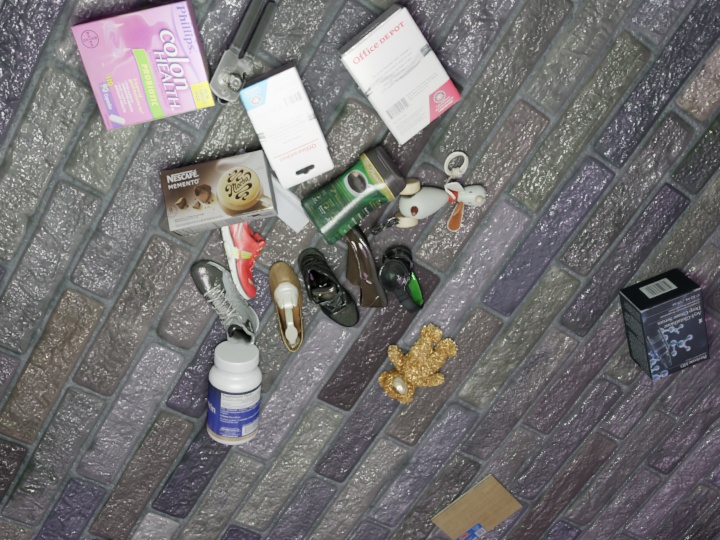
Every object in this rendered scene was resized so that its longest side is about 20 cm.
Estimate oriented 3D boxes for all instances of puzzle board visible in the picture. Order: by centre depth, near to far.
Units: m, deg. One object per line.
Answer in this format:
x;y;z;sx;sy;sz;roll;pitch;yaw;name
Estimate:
0.302;0.627;1.852;0.199;0.017;0.151;-40;116;10;puzzle board

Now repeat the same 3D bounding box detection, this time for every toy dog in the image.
0.158;-0.138;1.430;0.198;0.097;0.133;-25;116;3;toy dog

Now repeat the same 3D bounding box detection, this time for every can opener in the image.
-0.209;-0.385;1.254;0.053;0.067;0.203;26;76;-20;can opener

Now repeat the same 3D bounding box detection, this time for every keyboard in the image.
-0.179;-0.156;1.415;0.056;0.011;0.199;-42;114;16;keyboard

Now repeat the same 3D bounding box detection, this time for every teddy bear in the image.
0.129;0.214;1.604;0.198;0.067;0.146;-31;113;5;teddy bear

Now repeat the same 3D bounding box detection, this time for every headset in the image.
0.085;-0.011;1.461;0.093;0.124;0.201;-27;108;19;headset

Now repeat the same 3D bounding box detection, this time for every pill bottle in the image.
-0.270;0.260;1.530;0.114;0.116;0.203;3;113;-11;pill bottle

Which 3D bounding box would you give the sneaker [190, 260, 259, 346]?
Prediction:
-0.270;0.074;1.444;0.075;0.116;0.201;-34;116;7;sneaker

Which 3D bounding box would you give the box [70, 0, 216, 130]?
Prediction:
-0.368;-0.360;1.238;0.197;0.097;0.178;-14;116;-4;box

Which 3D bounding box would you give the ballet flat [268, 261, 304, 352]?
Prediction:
-0.151;0.084;1.493;0.067;0.073;0.203;-7;115;-7;ballet flat

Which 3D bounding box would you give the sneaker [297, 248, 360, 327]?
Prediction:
-0.062;0.058;1.475;0.075;0.115;0.201;-27;118;6;sneaker

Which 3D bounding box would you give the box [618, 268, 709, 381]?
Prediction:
0.698;0.125;1.638;0.146;0.107;0.202;-21;117;0;box

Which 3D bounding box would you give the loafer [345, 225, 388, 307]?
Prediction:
0.000;0.000;1.479;0.070;0.073;0.202;-19;115;2;loafer

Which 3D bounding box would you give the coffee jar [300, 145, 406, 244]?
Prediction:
-0.012;-0.148;1.389;0.199;0.085;0.105;-35;73;4;coffee jar

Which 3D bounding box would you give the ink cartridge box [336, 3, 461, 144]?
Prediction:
0.070;-0.363;1.318;0.144;0.085;0.201;-36;116;8;ink cartridge box

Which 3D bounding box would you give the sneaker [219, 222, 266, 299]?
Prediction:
-0.228;-0.034;1.426;0.084;0.077;0.203;-13;116;-9;sneaker

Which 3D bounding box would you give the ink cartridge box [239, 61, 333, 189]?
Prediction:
-0.137;-0.270;1.335;0.114;0.067;0.202;-22;116;1;ink cartridge box

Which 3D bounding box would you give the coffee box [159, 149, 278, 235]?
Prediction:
-0.264;-0.143;1.336;0.196;0.080;0.115;-11;86;0;coffee box
